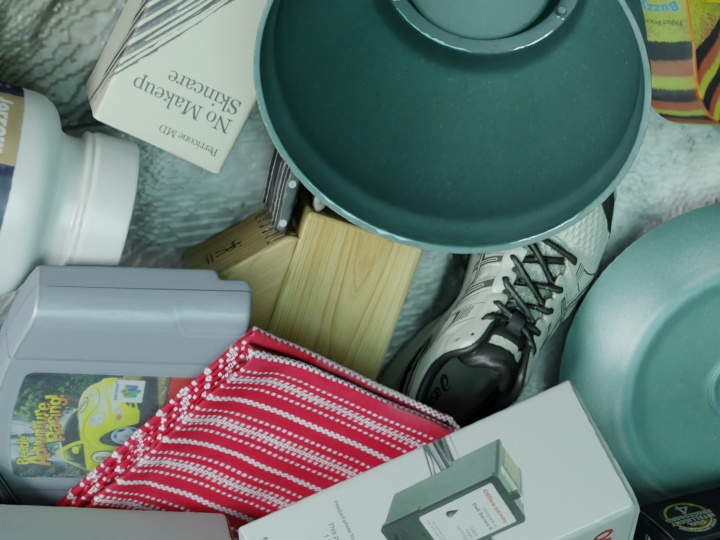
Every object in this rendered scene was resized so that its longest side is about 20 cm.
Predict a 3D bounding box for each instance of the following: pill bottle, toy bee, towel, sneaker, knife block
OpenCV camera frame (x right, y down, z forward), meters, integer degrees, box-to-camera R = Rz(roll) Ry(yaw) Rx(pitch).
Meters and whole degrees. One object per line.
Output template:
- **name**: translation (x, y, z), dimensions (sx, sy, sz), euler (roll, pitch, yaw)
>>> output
- **pill bottle**: translation (-0.222, -0.049, 1.560), dimensions (0.199, 0.111, 0.112), euler (13, 106, -13)
- **toy bee**: translation (0.159, -0.169, 1.585), dimensions (0.130, 0.108, 0.201), euler (-20, 92, 38)
- **towel**: translation (-0.060, 0.114, 1.614), dimensions (0.144, 0.023, 0.200), euler (25, 132, -29)
- **sneaker**: translation (0.085, 0.028, 1.650), dimensions (0.075, 0.088, 0.201), euler (29, 100, -15)
- **knife block**: translation (0.000, 0.000, 1.638), dimensions (0.175, 0.064, 0.201), euler (-27, 110, 1)

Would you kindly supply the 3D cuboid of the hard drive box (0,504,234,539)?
- **hard drive box**: translation (-0.172, 0.210, 1.593), dimensions (0.199, 0.077, 0.157), euler (3, 112, -12)

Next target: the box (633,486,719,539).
- **box**: translation (0.220, 0.215, 1.716), dimensions (0.160, 0.049, 0.201), euler (-11, 121, -30)

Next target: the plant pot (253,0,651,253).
- **plant pot**: translation (0.055, -0.129, 1.522), dimensions (0.199, 0.134, 0.201), euler (5, 125, 8)

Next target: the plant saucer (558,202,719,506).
- **plant saucer**: translation (0.212, 0.060, 1.694), dimensions (0.199, 0.036, 0.201), euler (-6, 113, -15)

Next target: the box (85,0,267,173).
- **box**: translation (-0.068, -0.160, 1.571), dimensions (0.082, 0.068, 0.201), euler (22, 103, -15)

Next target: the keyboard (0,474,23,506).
- **keyboard**: translation (-0.234, 0.121, 1.641), dimensions (0.104, 0.040, 0.201), euler (-25, 106, 27)

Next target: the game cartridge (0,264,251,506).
- **game cartridge**: translation (-0.135, 0.072, 1.604), dimensions (0.132, 0.041, 0.201), euler (4, 140, -7)

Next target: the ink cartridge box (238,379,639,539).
- **ink cartridge box**: translation (0.041, 0.156, 1.609), dimensions (0.199, 0.146, 0.084), euler (-23, 69, -11)
